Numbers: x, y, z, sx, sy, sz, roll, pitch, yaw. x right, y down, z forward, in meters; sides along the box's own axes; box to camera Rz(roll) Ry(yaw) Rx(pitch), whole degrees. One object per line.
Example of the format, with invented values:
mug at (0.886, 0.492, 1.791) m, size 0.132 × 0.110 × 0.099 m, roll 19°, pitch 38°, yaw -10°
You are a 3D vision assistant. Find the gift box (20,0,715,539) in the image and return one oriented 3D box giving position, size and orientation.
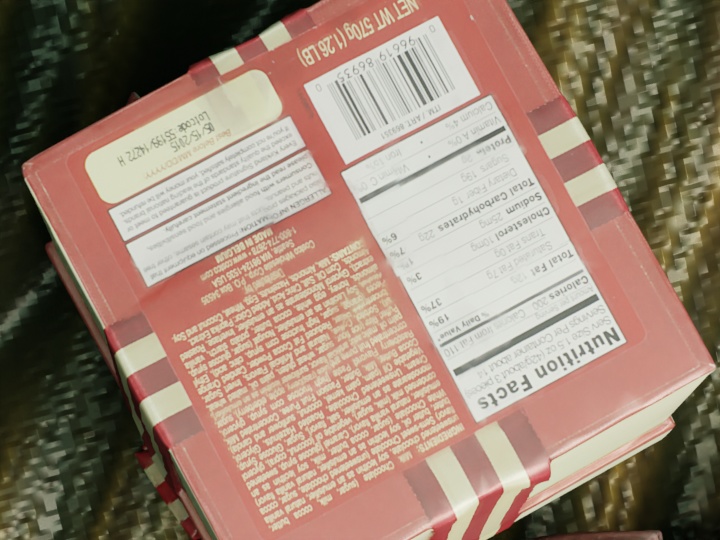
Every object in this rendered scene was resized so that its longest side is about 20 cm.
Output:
gift box at (0.000, 0.000, 0.929) m, size 0.184 × 0.187 × 0.201 m, roll -24°, pitch 80°, yaw -6°

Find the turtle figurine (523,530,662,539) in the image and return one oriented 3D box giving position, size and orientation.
turtle figurine at (0.125, 0.158, 0.988) m, size 0.194 × 0.200 × 0.144 m, roll -36°, pitch 135°, yaw -9°
